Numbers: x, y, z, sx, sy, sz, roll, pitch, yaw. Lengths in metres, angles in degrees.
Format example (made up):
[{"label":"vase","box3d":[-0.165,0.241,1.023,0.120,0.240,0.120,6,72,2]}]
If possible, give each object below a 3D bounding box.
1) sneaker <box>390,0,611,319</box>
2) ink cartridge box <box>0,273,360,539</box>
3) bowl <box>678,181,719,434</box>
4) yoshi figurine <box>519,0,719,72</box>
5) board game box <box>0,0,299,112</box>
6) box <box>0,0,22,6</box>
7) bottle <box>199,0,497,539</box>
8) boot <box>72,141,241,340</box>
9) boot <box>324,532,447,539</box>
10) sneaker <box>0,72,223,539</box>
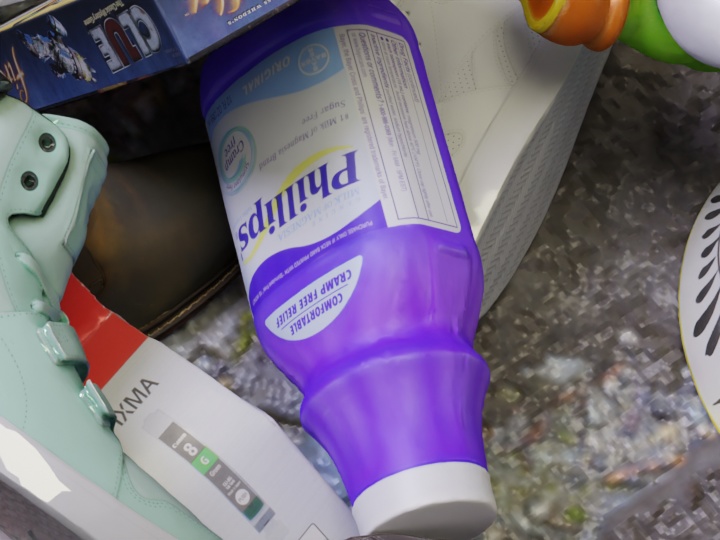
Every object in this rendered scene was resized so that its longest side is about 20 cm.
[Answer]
[{"label":"sneaker","box3d":[0.026,-0.074,1.075,0.115,0.074,0.200,17,60,13]},{"label":"ink cartridge box","box3d":[-0.100,0.087,0.920,0.200,0.050,0.161,51,61,-19]},{"label":"bowl","box3d":[0.225,0.002,1.046,0.201,0.094,0.201,4,61,-7]},{"label":"yoshi figurine","box3d":[0.161,-0.116,1.028,0.200,0.112,0.112,12,88,-16]},{"label":"board game box","box3d":[-0.053,-0.106,1.002,0.135,0.200,0.035,-33,101,-23]},{"label":"box","box3d":[-0.214,-0.206,1.021,0.164,0.166,0.200,-13,50,-17]},{"label":"bottle","box3d":[0.000,0.000,0.981,0.065,0.084,0.200,14,53,-44]},{"label":"boot","box3d":[-0.109,-0.014,0.995,0.200,0.097,0.075,-25,67,-21]},{"label":"boot","box3d":[0.009,0.116,0.848,0.200,0.174,0.069,9,96,-18]},{"label":"sneaker","box3d":[-0.093,0.017,0.889,0.200,0.074,0.118,40,69,-1]}]
